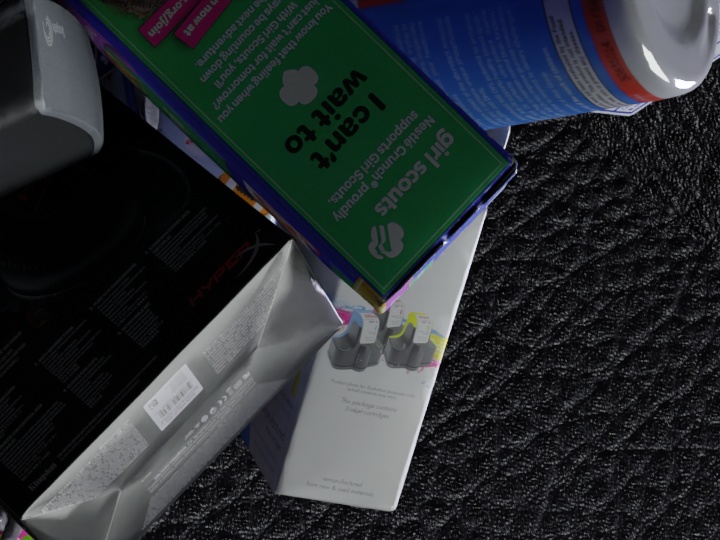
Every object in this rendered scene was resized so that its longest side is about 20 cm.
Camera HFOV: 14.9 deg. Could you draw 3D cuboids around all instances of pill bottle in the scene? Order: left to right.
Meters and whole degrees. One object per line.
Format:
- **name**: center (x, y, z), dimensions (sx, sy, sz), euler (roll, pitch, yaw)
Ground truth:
- **pill bottle**: center (0.052, -0.119, 1.247), dimensions (0.199, 0.113, 0.112), euler (-9, -160, 30)

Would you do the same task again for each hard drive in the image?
- **hard drive**: center (-0.152, -0.044, 0.967), dimensions (0.134, 0.043, 0.200), euler (-25, 178, -2)

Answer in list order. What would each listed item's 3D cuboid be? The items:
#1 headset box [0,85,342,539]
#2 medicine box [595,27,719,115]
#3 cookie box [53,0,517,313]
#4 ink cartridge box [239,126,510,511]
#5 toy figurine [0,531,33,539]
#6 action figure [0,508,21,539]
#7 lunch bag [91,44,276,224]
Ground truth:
- **headset box**: center (-0.131, 0.003, 1.095), dimensions (0.149, 0.200, 0.075), euler (-46, 148, -10)
- **medicine box**: center (0.128, -0.172, 1.439), dimensions (0.199, 0.103, 0.182), euler (4, 152, -44)
- **cookie box**: center (-0.039, -0.077, 1.041), dimensions (0.075, 0.200, 0.171), euler (-47, 178, -2)
- **ink cartridge box**: center (0.000, 0.000, 1.336), dimensions (0.115, 0.067, 0.201), euler (-131, -125, -65)
- **toy figurine**: center (-0.191, 0.117, 1.516), dimensions (0.200, 0.151, 0.184), euler (-27, 171, -49)
- **action figure**: center (-0.194, 0.089, 1.217), dimensions (0.102, 0.118, 0.201), euler (-93, -179, -59)
- **lunch bag**: center (-0.083, -0.035, 1.289), dimensions (0.075, 0.161, 0.200), euler (-8, 149, -9)
